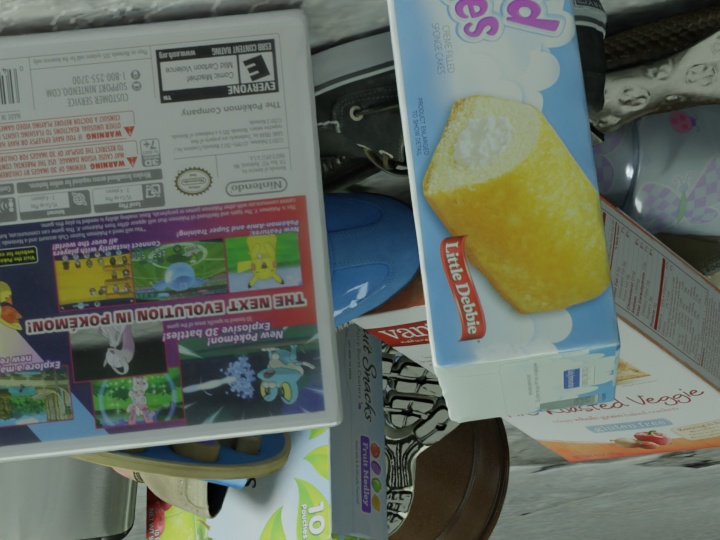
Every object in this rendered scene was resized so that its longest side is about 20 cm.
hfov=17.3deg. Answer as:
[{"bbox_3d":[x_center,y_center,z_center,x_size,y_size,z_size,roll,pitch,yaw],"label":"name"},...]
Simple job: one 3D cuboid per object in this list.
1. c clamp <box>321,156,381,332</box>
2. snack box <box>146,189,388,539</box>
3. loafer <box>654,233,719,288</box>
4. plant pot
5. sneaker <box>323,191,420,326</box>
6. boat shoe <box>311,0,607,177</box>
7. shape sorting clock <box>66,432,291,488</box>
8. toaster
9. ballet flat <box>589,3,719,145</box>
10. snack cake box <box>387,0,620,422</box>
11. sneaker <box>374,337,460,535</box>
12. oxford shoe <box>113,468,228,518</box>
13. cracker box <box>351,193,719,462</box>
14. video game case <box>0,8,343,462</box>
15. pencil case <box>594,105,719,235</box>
[{"bbox_3d":[0.000,0.000,1.199,0.199,0.027,0.171,-21,130,-15],"label":"c clamp"},{"bbox_3d":[-0.054,0.066,1.316,0.142,0.201,0.053,-17,156,37],"label":"snack box"},{"bbox_3d":[0.171,-0.019,1.263,0.199,0.076,0.069,9,125,-5],"label":"loafer"},{"bbox_3d":[-0.019,0.110,1.589,0.199,0.201,0.198,-10,158,15],"label":"plant pot"},{"bbox_3d":[-0.066,0.002,1.098,0.199,0.066,0.078,-7,177,-2],"label":"sneaker"},{"bbox_3d":[0.025,-0.076,1.077,0.199,0.057,0.068,-17,163,37],"label":"boat shoe"},{"bbox_3d":[-0.129,0.057,1.138,0.199,0.039,0.200,15,-174,-2],"label":"shape sorting clock"},{"bbox_3d":[-0.223,0.076,1.318,0.180,0.119,0.200,-2,-150,-21],"label":"toaster"},{"bbox_3d":[0.153,-0.099,1.091,0.199,0.046,0.067,-16,134,14],"label":"ballet flat"},{"bbox_3d":[0.049,-0.054,0.868,0.067,0.201,0.115,-8,167,4],"label":"snack cake box"},{"bbox_3d":[0.019,0.064,1.373,0.078,0.089,0.200,17,129,-16],"label":"sneaker"},{"bbox_3d":[-0.054,0.038,1.254,0.074,0.201,0.071,32,-170,23],"label":"oxford shoe"},{"bbox_3d":[0.108,0.032,1.182,0.134,0.058,0.200,-10,148,39],"label":"cracker box"},{"bbox_3d":[-0.114,-0.013,1.019,0.199,0.183,0.023,-6,-171,-5],"label":"video game case"},{"bbox_3d":[0.197,-0.056,1.188,0.199,0.083,0.091,-2,153,-23],"label":"pencil case"}]
